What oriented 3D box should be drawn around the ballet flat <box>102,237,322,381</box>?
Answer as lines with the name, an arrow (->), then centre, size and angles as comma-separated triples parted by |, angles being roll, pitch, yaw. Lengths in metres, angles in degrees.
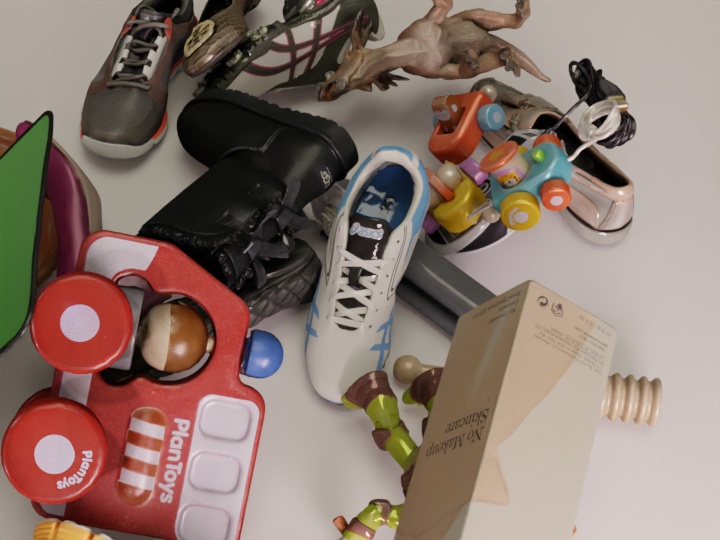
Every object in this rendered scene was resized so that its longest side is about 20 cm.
ballet flat -> -0.110, 0.043, 1.021 | 0.200, 0.057, 0.066 | -30, 39, -20

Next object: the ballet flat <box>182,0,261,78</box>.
ballet flat -> -0.125, -0.224, 1.195 | 0.067, 0.046, 0.200 | -29, 22, 23

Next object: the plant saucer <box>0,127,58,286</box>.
plant saucer -> -0.322, -0.034, 1.062 | 0.200, 0.037, 0.200 | 3, 51, -4

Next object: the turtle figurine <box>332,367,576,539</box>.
turtle figurine -> 0.041, 0.144, 0.942 | 0.200, 0.064, 0.161 | -11, 53, -15

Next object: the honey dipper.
honey dipper -> 0.124, 0.084, 1.022 | 0.200, 0.038, 0.038 | 9, 50, 3

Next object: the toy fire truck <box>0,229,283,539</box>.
toy fire truck -> -0.142, 0.081, 0.911 | 0.168, 0.112, 0.200 | 12, 87, -11

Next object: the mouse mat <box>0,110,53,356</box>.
mouse mat -> -0.261, 0.000, 0.934 | 0.008, 0.161, 0.200 | 29, 41, -33

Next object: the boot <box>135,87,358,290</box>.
boot -> -0.113, -0.062, 1.062 | 0.198, 0.073, 0.162 | 16, 51, 39

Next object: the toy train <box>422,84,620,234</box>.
toy train -> 0.101, -0.101, 1.074 | 0.200, 0.056, 0.150 | 6, 61, 54

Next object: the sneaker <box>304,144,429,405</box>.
sneaker -> 0.000, 0.000, 1.016 | 0.072, 0.072, 0.200 | 13, 79, 16

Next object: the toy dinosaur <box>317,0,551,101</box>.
toy dinosaur -> 0.065, -0.192, 1.175 | 0.200, 0.135, 0.086 | 0, 80, -36

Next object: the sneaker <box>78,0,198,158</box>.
sneaker -> -0.192, -0.183, 1.171 | 0.077, 0.082, 0.200 | 12, 50, 3

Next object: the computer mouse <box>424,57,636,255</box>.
computer mouse -> 0.135, -0.079, 1.106 | 0.200, 0.044, 0.110 | -43, 34, 11

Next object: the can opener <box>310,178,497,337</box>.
can opener -> 0.036, -0.016, 1.081 | 0.066, 0.053, 0.200 | -35, 63, -31

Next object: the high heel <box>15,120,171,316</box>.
high heel -> -0.229, -0.024, 1.011 | 0.096, 0.067, 0.200 | -37, 63, -6

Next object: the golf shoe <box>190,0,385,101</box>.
golf shoe -> -0.062, -0.184, 1.191 | 0.200, 0.077, 0.088 | -44, 110, -11

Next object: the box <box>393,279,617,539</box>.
box -> 0.092, 0.118, 0.881 | 0.078, 0.095, 0.200 | 30, 58, -18

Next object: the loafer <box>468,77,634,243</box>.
loafer -> 0.166, -0.110, 1.168 | 0.072, 0.063, 0.200 | -25, 58, -26

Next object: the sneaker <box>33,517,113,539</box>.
sneaker -> -0.128, 0.227, 0.855 | 0.200, 0.078, 0.077 | 19, 64, 13
